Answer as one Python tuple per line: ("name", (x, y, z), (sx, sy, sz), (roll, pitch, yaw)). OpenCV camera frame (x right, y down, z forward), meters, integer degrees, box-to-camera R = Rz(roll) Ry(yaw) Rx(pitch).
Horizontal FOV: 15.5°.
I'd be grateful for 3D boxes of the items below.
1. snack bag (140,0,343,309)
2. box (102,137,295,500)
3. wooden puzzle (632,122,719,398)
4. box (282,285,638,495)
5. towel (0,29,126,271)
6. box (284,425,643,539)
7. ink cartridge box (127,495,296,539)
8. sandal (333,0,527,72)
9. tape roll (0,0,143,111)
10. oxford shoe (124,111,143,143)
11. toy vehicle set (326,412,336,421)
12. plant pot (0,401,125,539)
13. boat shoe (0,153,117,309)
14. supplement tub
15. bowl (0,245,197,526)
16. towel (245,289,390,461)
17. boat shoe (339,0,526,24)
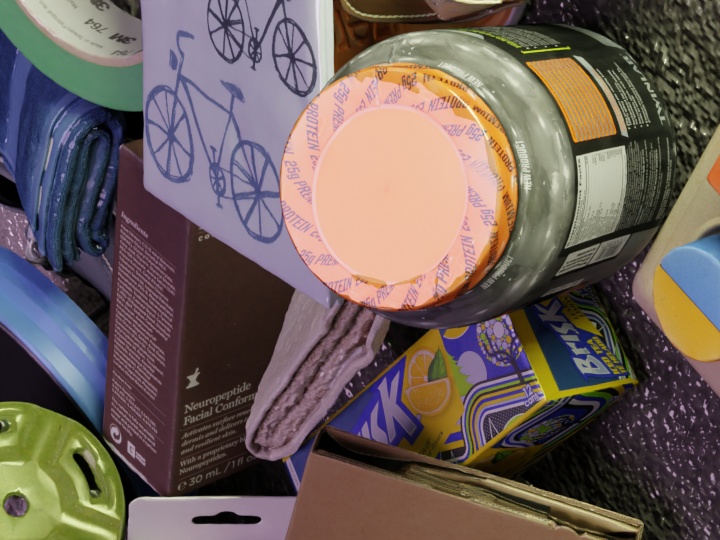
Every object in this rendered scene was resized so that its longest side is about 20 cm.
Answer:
("snack bag", (-0.058, -0.103, 1.246), (0.188, 0.021, 0.201), (32, 128, 53))
("box", (-0.078, 0.017, 1.445), (0.075, 0.100, 0.201), (38, 136, 39))
("wooden puzzle", (0.193, 0.015, 1.101), (0.185, 0.046, 0.200), (51, 142, 27))
("box", (0.045, 0.075, 1.299), (0.200, 0.064, 0.070), (-44, 63, 46))
("towel", (-0.181, -0.100, 1.519), (0.200, 0.048, 0.112), (-117, 34, -51))
("box", (0.037, 0.164, 1.313), (0.163, 0.021, 0.200), (17, 139, 1))
("ink cartridge box", (-0.079, 0.216, 1.499), (0.068, 0.116, 0.200), (-98, 11, -45))
("sandal", (0.001, -0.125, 1.296), (0.206, 0.059, 0.079), (-20, 89, 57))
("tape roll", (-0.130, -0.183, 1.362), (0.200, 0.048, 0.201), (24, 130, 32))
("oxford shoe", (-0.108, -0.051, 1.491), (0.075, 0.058, 0.201), (29, 130, 43))
("toy vehicle set", (0.031, 0.184, 1.436), (0.124, 0.026, 0.201), (29, 128, 45))
("plant pot", (-0.210, 0.169, 1.536), (0.200, 0.200, 0.190), (60, 154, 16))
("boat shoe", (-0.172, -0.017, 1.569), (0.200, 0.062, 0.073), (53, 158, 39))
("supplement tub", (0.050, -0.042, 1.118), (0.122, 0.200, 0.123), (3, 97, 24))
("bowl", (-0.179, 0.074, 1.601), (0.201, 0.039, 0.201), (43, 160, 20))
("towel", (0.000, 0.000, 1.312), (0.034, 0.133, 0.200), (26, 145, -7))
("boat shoe", (0.055, -0.149, 1.166), (0.200, 0.074, 0.076), (-13, 98, 46))
